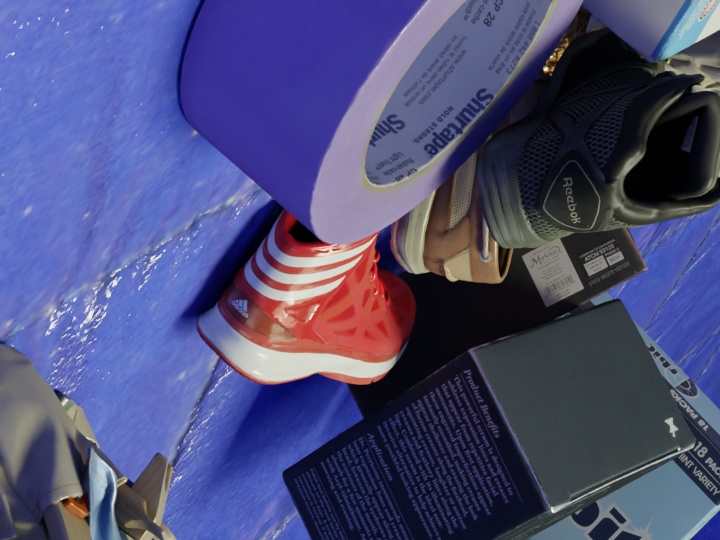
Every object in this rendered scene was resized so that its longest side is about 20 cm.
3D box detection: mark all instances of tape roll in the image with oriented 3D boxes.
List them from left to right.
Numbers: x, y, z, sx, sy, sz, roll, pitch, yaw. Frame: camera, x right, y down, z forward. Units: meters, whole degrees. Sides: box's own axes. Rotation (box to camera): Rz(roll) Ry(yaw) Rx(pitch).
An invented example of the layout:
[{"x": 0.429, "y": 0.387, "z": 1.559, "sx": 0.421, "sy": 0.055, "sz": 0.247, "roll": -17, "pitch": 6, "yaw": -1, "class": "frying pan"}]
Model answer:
[{"x": 0.017, "y": -0.114, "z": 0.929, "sx": 0.200, "sy": 0.085, "sz": 0.200, "roll": -44, "pitch": 164, "yaw": -16, "class": "tape roll"}]

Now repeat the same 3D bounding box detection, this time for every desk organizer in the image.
[{"x": 0.081, "y": 0.017, "z": 1.298, "sx": 0.200, "sy": 0.072, "sz": 0.077, "roll": -29, "pitch": 171, "yaw": 12, "class": "desk organizer"}]

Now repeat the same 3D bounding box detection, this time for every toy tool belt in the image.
[{"x": -0.146, "y": 0.124, "z": 0.969, "sx": 0.125, "sy": 0.123, "sz": 0.200, "roll": -47, "pitch": 164, "yaw": -7, "class": "toy tool belt"}]

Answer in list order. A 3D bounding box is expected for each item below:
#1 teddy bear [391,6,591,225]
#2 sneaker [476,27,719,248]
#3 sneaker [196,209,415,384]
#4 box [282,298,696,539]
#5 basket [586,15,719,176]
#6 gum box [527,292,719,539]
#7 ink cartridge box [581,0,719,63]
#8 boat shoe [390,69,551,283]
[{"x": 0.094, "y": -0.090, "z": 1.216, "sx": 0.200, "sy": 0.067, "sz": 0.145, "roll": -37, "pitch": 158, "yaw": -39, "class": "teddy bear"}, {"x": 0.143, "y": -0.072, "z": 1.035, "sx": 0.199, "sy": 0.114, "sz": 0.076, "roll": -45, "pitch": 127, "yaw": -56, "class": "sneaker"}, {"x": 0.000, "y": 0.000, "z": 1.157, "sx": 0.116, "sy": 0.078, "sz": 0.200, "roll": -54, "pitch": 164, "yaw": 21, "class": "sneaker"}, {"x": 0.077, "y": 0.118, "z": 1.274, "sx": 0.148, "sy": 0.107, "sz": 0.200, "roll": -15, "pitch": 165, "yaw": -45, "class": "box"}, {"x": 0.243, "y": -0.133, "z": 1.189, "sx": 0.136, "sy": 0.200, "sz": 0.123, "roll": -64, "pitch": 147, "yaw": -17, "class": "basket"}, {"x": 0.147, "y": 0.134, "z": 1.385, "sx": 0.045, "sy": 0.170, "sz": 0.200, "roll": -21, "pitch": 154, "yaw": -54, "class": "gum box"}, {"x": 0.178, "y": -0.213, "z": 1.051, "sx": 0.200, "sy": 0.125, "sz": 0.129, "roll": -30, "pitch": 155, "yaw": -51, "class": "ink cartridge box"}, {"x": 0.077, "y": -0.087, "z": 1.105, "sx": 0.076, "sy": 0.072, "sz": 0.201, "roll": -26, "pitch": 133, "yaw": -65, "class": "boat shoe"}]
